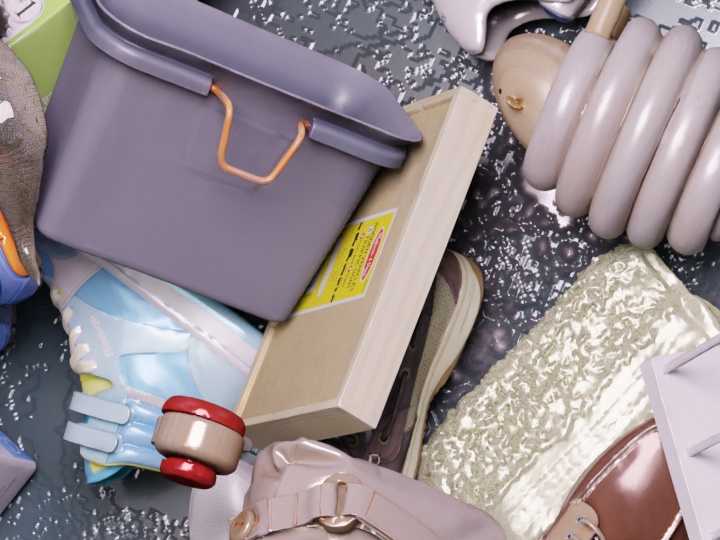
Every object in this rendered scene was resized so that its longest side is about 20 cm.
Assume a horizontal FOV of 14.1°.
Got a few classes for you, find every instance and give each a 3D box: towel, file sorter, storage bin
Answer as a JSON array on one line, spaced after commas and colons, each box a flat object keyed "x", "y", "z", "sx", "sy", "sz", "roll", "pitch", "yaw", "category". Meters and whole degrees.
[{"x": 0.130, "y": 0.093, "z": 1.629, "sx": 0.200, "sy": 0.036, "sz": 0.148, "roll": -46, "pitch": 72, "yaw": 3, "category": "towel"}, {"x": 0.259, "y": 0.116, "z": 1.516, "sx": 0.138, "sy": 0.124, "sz": 0.201, "roll": -7, "pitch": 74, "yaw": -29, "category": "file sorter"}, {"x": -0.085, "y": -0.061, "z": 1.603, "sx": 0.199, "sy": 0.146, "sz": 0.135, "roll": 20, "pitch": 106, "yaw": -22, "category": "storage bin"}]

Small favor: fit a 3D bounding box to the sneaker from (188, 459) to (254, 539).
[{"x": -0.065, "y": 0.196, "z": 1.620, "sx": 0.073, "sy": 0.116, "sz": 0.201, "roll": -18, "pitch": 75, "yaw": 13, "category": "sneaker"}]

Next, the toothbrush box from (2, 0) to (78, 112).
[{"x": -0.164, "y": -0.206, "z": 1.695, "sx": 0.200, "sy": 0.086, "sz": 0.146, "roll": -38, "pitch": 63, "yaw": -16, "category": "toothbrush box"}]

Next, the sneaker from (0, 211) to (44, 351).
[{"x": -0.239, "y": 0.008, "z": 1.663, "sx": 0.078, "sy": 0.200, "sz": 0.076, "roll": -17, "pitch": 76, "yaw": -20, "category": "sneaker"}]

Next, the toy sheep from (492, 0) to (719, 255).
[{"x": 0.164, "y": -0.076, "z": 1.605, "sx": 0.199, "sy": 0.138, "sz": 0.139, "roll": 24, "pitch": 87, "yaw": 11, "category": "toy sheep"}]

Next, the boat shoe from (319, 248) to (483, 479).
[{"x": 0.002, "y": 0.073, "z": 1.639, "sx": 0.072, "sy": 0.066, "sz": 0.202, "roll": 15, "pitch": 78, "yaw": 50, "category": "boat shoe"}]

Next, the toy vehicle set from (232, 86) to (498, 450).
[{"x": 0.000, "y": 0.000, "z": 1.616, "sx": 0.026, "sy": 0.124, "sz": 0.201, "roll": 31, "pitch": 68, "yaw": -24, "category": "toy vehicle set"}]

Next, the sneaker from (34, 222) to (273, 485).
[{"x": -0.155, "y": 0.046, "z": 1.680, "sx": 0.199, "sy": 0.080, "sz": 0.131, "roll": 33, "pitch": 90, "yaw": 10, "category": "sneaker"}]

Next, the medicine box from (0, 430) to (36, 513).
[{"x": -0.310, "y": 0.084, "z": 1.657, "sx": 0.182, "sy": 0.200, "sz": 0.103, "roll": 41, "pitch": 93, "yaw": 17, "category": "medicine box"}]

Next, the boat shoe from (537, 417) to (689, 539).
[{"x": 0.122, "y": 0.166, "z": 1.560, "sx": 0.076, "sy": 0.072, "sz": 0.201, "roll": 33, "pitch": 90, "yaw": 7, "category": "boat shoe"}]

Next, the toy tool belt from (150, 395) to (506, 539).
[{"x": -0.030, "y": 0.157, "z": 1.537, "sx": 0.199, "sy": 0.125, "sz": 0.124, "roll": 23, "pitch": 74, "yaw": -15, "category": "toy tool belt"}]

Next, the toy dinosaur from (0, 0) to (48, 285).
[{"x": -0.211, "y": -0.089, "z": 1.561, "sx": 0.102, "sy": 0.077, "sz": 0.201, "roll": -35, "pitch": 63, "yaw": 19, "category": "toy dinosaur"}]

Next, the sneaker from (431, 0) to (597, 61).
[{"x": 0.127, "y": -0.189, "z": 1.657, "sx": 0.199, "sy": 0.074, "sz": 0.087, "roll": -33, "pitch": 61, "yaw": 16, "category": "sneaker"}]
